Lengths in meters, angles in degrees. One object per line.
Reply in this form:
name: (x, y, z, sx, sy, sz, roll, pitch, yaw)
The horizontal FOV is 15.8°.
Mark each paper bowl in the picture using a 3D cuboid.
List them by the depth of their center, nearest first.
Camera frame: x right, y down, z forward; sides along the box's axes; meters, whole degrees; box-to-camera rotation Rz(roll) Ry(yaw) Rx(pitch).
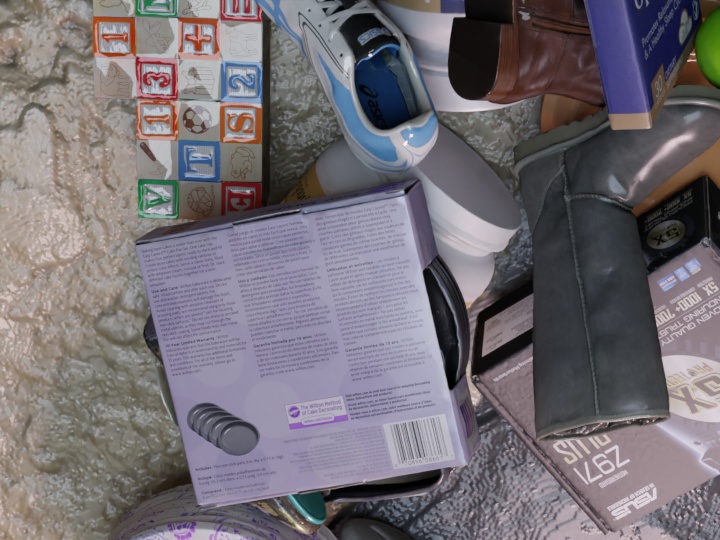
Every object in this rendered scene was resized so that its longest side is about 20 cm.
paper bowl: (-0.096, 0.242, 1.874, 0.200, 0.104, 0.202, 5, 119, 9)

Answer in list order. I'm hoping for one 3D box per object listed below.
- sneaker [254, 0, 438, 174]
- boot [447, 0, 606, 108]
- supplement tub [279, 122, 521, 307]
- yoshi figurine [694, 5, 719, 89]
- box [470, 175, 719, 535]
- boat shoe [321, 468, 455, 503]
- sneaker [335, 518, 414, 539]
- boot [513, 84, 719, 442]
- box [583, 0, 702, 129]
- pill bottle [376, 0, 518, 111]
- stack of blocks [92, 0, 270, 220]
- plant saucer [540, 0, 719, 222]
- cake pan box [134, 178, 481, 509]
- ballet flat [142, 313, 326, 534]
sneaker: (-0.011, -0.156, 1.653, 0.200, 0.072, 0.072, 58, 147, 10)
boot: (0.137, -0.191, 1.624, 0.064, 0.200, 0.187, 24, 107, 35)
supplement tub: (0.000, 0.000, 1.754, 0.144, 0.145, 0.200, 38, 109, -11)
yoshi figurine: (0.289, -0.161, 1.627, 0.112, 0.113, 0.200, 40, 126, -21)
box: (0.201, 0.060, 1.775, 0.200, 0.086, 0.164, -31, 114, 23)
boat shoe: (-0.028, 0.131, 1.854, 0.199, 0.063, 0.073, -1, 112, 5)
sneaker: (0.046, 0.264, 1.901, 0.080, 0.071, 0.200, -40, 105, 20)
boot: (0.173, -0.002, 1.659, 0.072, 0.201, 0.181, 18, 150, -40)
box: (0.164, -0.202, 1.585, 0.032, 0.121, 0.201, 0, 124, 27)
pill bottle: (0.067, -0.211, 1.676, 0.119, 0.120, 0.201, -1, 112, 5)
stack of blocks: (-0.119, -0.137, 1.753, 0.115, 0.059, 0.201, 2, 112, 3)
plant saucer: (0.220, -0.097, 1.750, 0.199, 0.032, 0.201, 2, 118, 3)
cake pan box: (-0.031, 0.047, 1.671, 0.199, 0.052, 0.185, -12, 102, 17)
ballet flat: (-0.094, 0.107, 1.821, 0.072, 0.072, 0.201, -33, 77, 16)
